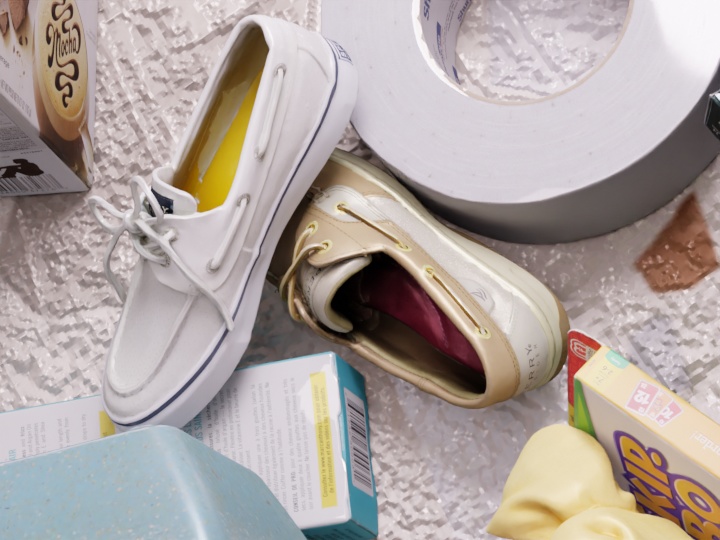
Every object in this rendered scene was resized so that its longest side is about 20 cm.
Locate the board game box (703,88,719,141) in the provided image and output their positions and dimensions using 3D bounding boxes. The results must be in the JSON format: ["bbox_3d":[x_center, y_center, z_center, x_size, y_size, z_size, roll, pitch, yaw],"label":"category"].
[{"bbox_3d":[0.268,-0.078,1.164,0.200,0.028,0.135,-34,67,-16],"label":"board game box"}]

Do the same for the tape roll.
[{"bbox_3d":[0.084,-0.117,1.254,0.199,0.066,0.201,-5,74,17],"label":"tape roll"}]

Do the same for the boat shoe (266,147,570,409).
[{"bbox_3d":[0.000,0.000,1.233,0.199,0.066,0.074,26,123,23],"label":"boat shoe"}]

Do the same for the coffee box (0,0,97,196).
[{"bbox_3d":[-0.193,-0.119,1.270,0.079,0.200,0.114,-4,72,12],"label":"coffee box"}]

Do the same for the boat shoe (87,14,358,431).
[{"bbox_3d":[-0.078,-0.024,1.200,0.075,0.086,0.202,34,97,43],"label":"boat shoe"}]

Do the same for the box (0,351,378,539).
[{"bbox_3d":[-0.095,0.099,1.257,0.199,0.049,0.083,-11,71,15],"label":"box"}]

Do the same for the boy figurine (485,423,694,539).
[{"bbox_3d":[0.117,0.142,1.113,0.200,0.124,0.065,48,117,35],"label":"boy figurine"}]

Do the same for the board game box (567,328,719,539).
[{"bbox_3d":[0.161,0.107,1.145,0.200,0.096,0.030,38,67,25],"label":"board game box"}]

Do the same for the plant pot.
[{"bbox_3d":[-0.101,0.180,1.134,0.196,0.196,0.201,-15,71,15],"label":"plant pot"}]
